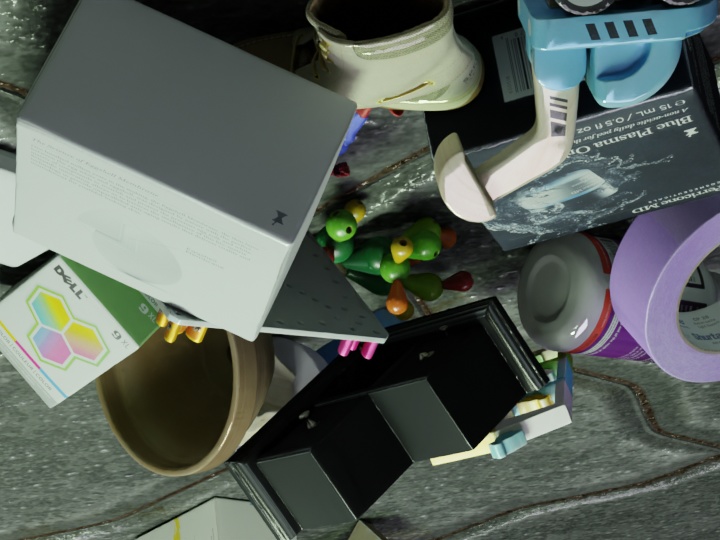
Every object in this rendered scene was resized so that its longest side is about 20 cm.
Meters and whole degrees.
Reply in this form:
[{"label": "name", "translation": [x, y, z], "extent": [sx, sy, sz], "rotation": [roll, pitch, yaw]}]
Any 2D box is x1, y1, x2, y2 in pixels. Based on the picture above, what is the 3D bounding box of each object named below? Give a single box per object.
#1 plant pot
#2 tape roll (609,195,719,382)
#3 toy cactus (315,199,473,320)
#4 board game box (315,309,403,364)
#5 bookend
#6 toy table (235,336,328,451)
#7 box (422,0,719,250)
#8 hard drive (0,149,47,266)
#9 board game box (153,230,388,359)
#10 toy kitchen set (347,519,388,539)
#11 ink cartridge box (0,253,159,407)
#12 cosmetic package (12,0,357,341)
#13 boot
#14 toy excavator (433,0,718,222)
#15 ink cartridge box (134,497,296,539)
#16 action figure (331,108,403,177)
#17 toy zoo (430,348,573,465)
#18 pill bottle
[{"label": "plant pot", "translation": [-0.142, 0.076, 1.772], "extent": [0.093, 0.201, 0.201], "rotation": [-8, 163, -45]}, {"label": "tape roll", "translation": [0.323, 0.000, 1.779], "extent": [0.200, 0.066, 0.200], "rotation": [-14, 129, -18]}, {"label": "toy cactus", "translation": [0.000, 0.000, 1.778], "extent": [0.165, 0.102, 0.200], "rotation": [-9, 169, 27]}, {"label": "board game box", "translation": [-0.012, 0.134, 1.947], "extent": [0.200, 0.158, 0.039], "rotation": [-34, 128, 24]}, {"label": "bookend", "translation": [0.021, 0.130, 1.722], "extent": [0.200, 0.092, 0.199], "rotation": [-42, -165, -35]}, {"label": "toy table", "translation": [-0.113, 0.120, 1.915], "extent": [0.117, 0.184, 0.200], "rotation": [23, 176, -35]}, {"label": "box", "translation": [0.164, -0.120, 1.506], "extent": [0.196, 0.118, 0.200], "rotation": [-15, 157, 15]}, {"label": "hard drive", "translation": [-0.313, -0.058, 1.601], "extent": [0.132, 0.027, 0.200], "rotation": [-26, 151, 34]}, {"label": "board game box", "translation": [-0.104, -0.001, 1.588], "extent": [0.200, 0.200, 0.026], "rotation": [7, 120, -35]}, {"label": "toy kitchen set", "translation": [0.034, 0.424, 2.682], "extent": [0.180, 0.200, 0.163], "rotation": [17, 105, -45]}, {"label": "ink cartridge box", "translation": [-0.233, 0.031, 1.724], "extent": [0.200, 0.104, 0.059], "rotation": [-32, -168, 42]}, {"label": "cosmetic package", "translation": [-0.128, -0.071, 1.401], "extent": [0.199, 0.123, 0.200], "rotation": [25, 158, -1]}, {"label": "boot", "translation": [-0.024, -0.155, 1.375], "extent": [0.200, 0.072, 0.155], "rotation": [-2, 167, 11]}, {"label": "toy excavator", "translation": [0.144, -0.135, 1.351], "extent": [0.194, 0.100, 0.200], "rotation": [-6, 114, -2]}, {"label": "ink cartridge box", "translation": [-0.187, 0.380, 2.528], "extent": [0.128, 0.125, 0.200], "rotation": [12, 149, -39]}, {"label": "action figure", "translation": [-0.041, -0.093, 1.590], "extent": [0.065, 0.052, 0.200], "rotation": [3, 157, -31]}, {"label": "toy zoo", "translation": [0.128, 0.123, 1.815], "extent": [0.131, 0.020, 0.200], "rotation": [-18, -166, 12]}, {"label": "pill bottle", "translation": [0.253, 0.028, 1.882], "extent": [0.200, 0.113, 0.112], "rotation": [8, 152, -33]}]
